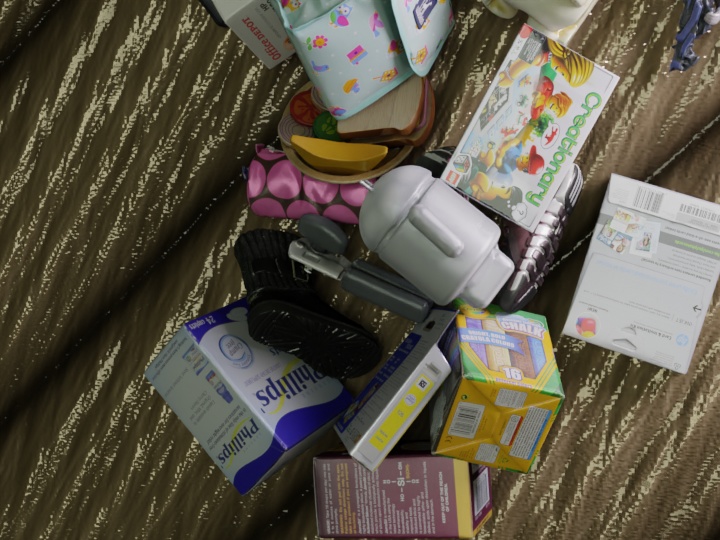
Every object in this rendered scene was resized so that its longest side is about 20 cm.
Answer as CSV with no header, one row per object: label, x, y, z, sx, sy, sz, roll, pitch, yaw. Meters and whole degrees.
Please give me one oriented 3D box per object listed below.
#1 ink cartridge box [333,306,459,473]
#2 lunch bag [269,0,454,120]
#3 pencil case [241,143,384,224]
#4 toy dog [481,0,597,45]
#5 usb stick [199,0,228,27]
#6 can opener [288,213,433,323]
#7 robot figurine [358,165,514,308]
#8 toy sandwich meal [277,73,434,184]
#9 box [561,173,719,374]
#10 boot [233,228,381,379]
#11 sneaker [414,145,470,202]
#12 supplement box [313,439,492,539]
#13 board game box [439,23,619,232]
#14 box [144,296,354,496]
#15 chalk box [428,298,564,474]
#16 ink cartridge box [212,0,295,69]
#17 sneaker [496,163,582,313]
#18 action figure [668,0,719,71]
ink cartridge box,0.051,0.134,1.265,0.047,0.198,0.200,41,86,-4
lunch bag,0.013,-0.298,1.236,0.198,0.171,0.123,-28,55,1
pencil case,-0.049,-0.110,1.368,0.197,0.091,0.095,6,91,15
toy dog,0.181,-0.353,1.237,0.199,0.194,0.140,36,114,6
usb stick,-0.225,-0.415,1.438,0.055,0.033,0.201,-40,80,13
can opener,0.000,0.000,1.325,0.198,0.053,0.067,28,124,7
robot figurine,0.080,-0.040,1.214,0.199,0.170,0.113,38,85,0
toy sandwich meal,-0.008,-0.195,1.319,0.202,0.071,0.208,-5,59,7
box,0.345,0.003,1.272,0.154,0.041,0.203,18,96,16
boot,-0.067,0.039,1.377,0.079,0.210,0.159,-43,38,24
sneaker,0.108,-0.061,1.328,0.079,0.086,0.202,18,119,19
supplement box,0.055,0.270,1.327,0.197,0.131,0.105,-4,89,17
board game box,0.192,-0.162,1.221,0.125,0.035,0.202,29,98,2
box,-0.136,0.148,1.343,0.200,0.183,0.105,49,119,9
chalk box,0.153,0.120,1.265,0.122,0.201,0.126,13,123,-7
ink cartridge box,-0.089,-0.381,1.309,0.199,0.147,0.146,-32,69,8
sneaker,0.184,-0.052,1.297,0.114,0.076,0.202,22,74,24
action figure,0.431,-0.318,1.223,0.192,0.104,0.202,32,126,21
